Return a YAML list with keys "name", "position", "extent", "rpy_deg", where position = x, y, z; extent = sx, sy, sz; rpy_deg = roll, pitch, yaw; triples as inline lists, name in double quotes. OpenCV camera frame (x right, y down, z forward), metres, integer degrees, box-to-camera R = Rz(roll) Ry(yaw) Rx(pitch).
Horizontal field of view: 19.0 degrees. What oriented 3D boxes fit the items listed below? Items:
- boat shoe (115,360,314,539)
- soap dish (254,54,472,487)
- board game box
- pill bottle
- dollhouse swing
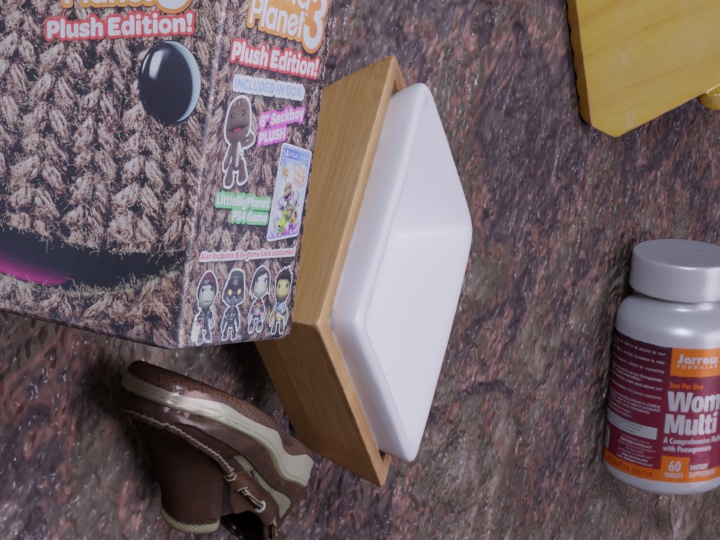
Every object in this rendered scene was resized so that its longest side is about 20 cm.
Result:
- name: "boat shoe"
  position: [-0.081, 0.110, 1.186]
  extent: [0.075, 0.074, 0.202]
  rpy_deg: [-67, 153, -10]
- name: "soap dish"
  position: [0.000, 0.000, 1.263]
  extent: [0.158, 0.081, 0.201]
  rpy_deg: [69, 28, -48]
- name: "board game box"
  position: [-0.108, -0.079, 0.954]
  extent: [0.097, 0.159, 0.201]
  rpy_deg: [-3, 102, -63]
- name: "pill bottle"
  position: [0.269, 0.082, 1.844]
  extent: [0.109, 0.109, 0.201]
  rpy_deg: [-25, 122, -59]
- name: "dollhouse swing"
  position: [0.227, -0.237, 1.720]
  extent: [0.182, 0.175, 0.201]
  rpy_deg: [-113, -172, -50]
